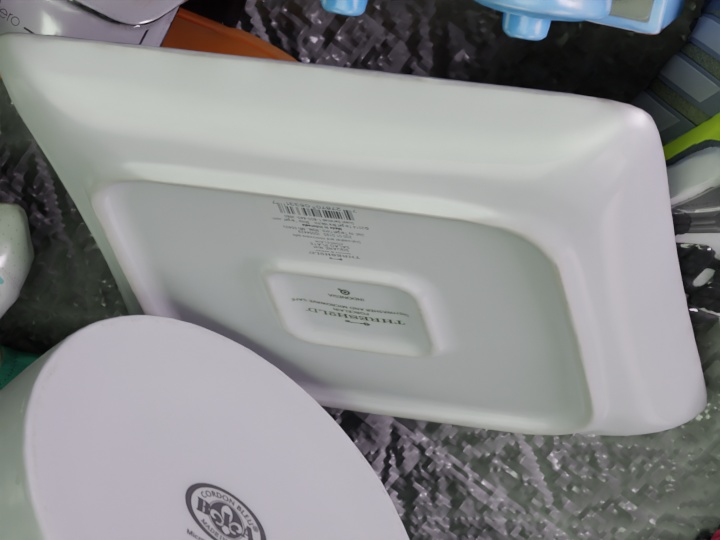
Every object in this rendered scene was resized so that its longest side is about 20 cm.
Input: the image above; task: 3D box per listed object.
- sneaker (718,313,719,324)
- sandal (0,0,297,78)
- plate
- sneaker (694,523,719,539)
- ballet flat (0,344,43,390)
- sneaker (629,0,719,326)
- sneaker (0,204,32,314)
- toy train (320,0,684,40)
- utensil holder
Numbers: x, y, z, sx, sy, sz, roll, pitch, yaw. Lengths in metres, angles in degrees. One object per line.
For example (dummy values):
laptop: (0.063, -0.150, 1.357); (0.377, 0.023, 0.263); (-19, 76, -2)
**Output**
sneaker: (0.197, 0.061, 0.903); (0.200, 0.080, 0.071); (35, 122, 0)
sandal: (-0.104, -0.102, 0.912); (0.206, 0.079, 0.059); (26, 122, 5)
plate: (0.000, 0.000, 0.892); (0.199, 0.032, 0.200); (8, 154, 16)
sneaker: (0.107, 0.181, 0.990); (0.080, 0.075, 0.201); (16, 119, 8)
ballet flat: (-0.173, 0.058, 1.016); (0.200, 0.067, 0.071); (-21, 112, 25)
sneaker: (0.112, -0.042, 0.886); (0.074, 0.081, 0.200); (32, 143, -31)
sneaker: (-0.191, -0.047, 0.970); (0.080, 0.070, 0.200); (-43, 83, -11)
toy train: (0.010, -0.120, 0.848); (0.199, 0.114, 0.087); (12, 101, 11)
utensil holder: (-0.099, 0.131, 0.922); (0.170, 0.170, 0.200); (44, 122, -7)
